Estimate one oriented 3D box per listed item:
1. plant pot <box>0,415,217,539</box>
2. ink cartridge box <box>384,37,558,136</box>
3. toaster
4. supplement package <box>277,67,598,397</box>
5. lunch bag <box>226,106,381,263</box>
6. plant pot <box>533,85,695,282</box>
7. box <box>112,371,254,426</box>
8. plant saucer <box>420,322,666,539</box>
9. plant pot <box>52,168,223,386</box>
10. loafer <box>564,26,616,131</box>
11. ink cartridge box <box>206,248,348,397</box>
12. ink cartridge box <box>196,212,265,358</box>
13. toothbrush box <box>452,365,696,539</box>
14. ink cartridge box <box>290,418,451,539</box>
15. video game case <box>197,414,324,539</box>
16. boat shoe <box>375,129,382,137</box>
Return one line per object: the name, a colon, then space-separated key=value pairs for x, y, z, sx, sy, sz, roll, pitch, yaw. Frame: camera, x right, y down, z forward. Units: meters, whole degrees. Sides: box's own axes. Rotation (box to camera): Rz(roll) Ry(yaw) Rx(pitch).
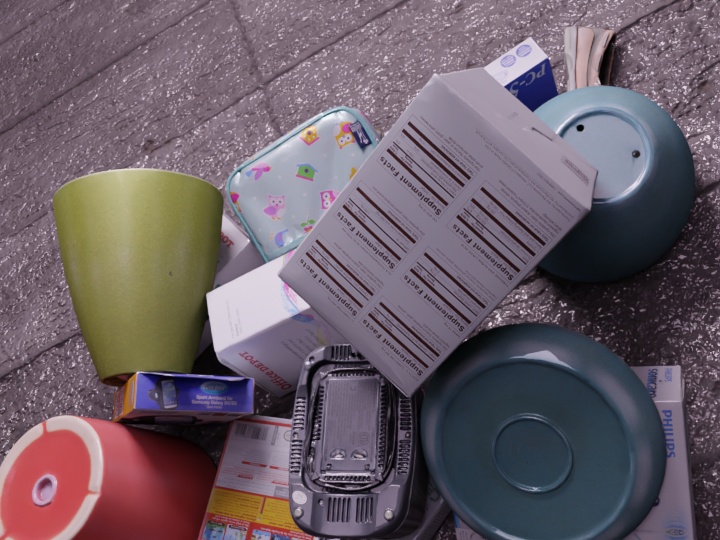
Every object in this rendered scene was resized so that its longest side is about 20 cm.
plant pot: x=-0.276 y=0.250 z=0.834 sx=0.199 sy=0.177 sz=0.202 roll=-11 pitch=60 yaw=20
ink cartridge box: x=0.134 y=-0.176 z=0.922 sx=0.199 sy=0.094 sz=0.044 roll=-33 pitch=54 yaw=6
toaster: x=0.004 y=0.155 z=0.719 sx=0.112 sy=0.129 sz=0.202 roll=-4 pitch=65 yaw=13
supplement package: x=0.073 y=-0.041 z=0.648 sx=0.147 sy=0.191 sz=0.200 roll=42 pitch=114 yaw=4
lunch bag: x=-0.046 y=-0.091 z=0.934 sx=0.199 sy=0.077 sz=0.161 roll=-29 pitch=92 yaw=10
plant pot: x=0.230 y=-0.095 z=0.766 sx=0.198 sy=0.135 sz=0.202 roll=-2 pitch=83 yaw=15
box: x=-0.189 y=0.138 z=0.825 sx=0.200 sy=0.118 sz=0.042 roll=151 pitch=123 yaw=-63
plant saucer: x=0.139 y=0.143 z=0.626 sx=0.198 sy=0.027 sz=0.202 roll=5 pitch=103 yaw=21
plant pot: x=-0.236 y=0.019 z=0.856 sx=0.185 sy=0.187 sz=0.202 roll=-13 pitch=73 yaw=19
loafer: x=0.266 y=-0.204 z=0.893 sx=0.062 sy=0.072 sz=0.202 roll=-3 pitch=59 yaw=16
ink cartridge box: x=-0.047 y=0.045 z=0.855 sx=0.199 sy=0.145 sz=0.085 roll=-27 pitch=55 yaw=10
ink cartridge box: x=-0.224 y=0.015 z=0.994 sx=0.200 sy=0.084 sz=0.146 roll=-48 pitch=55 yaw=-4
toothbrush box: x=0.179 y=0.166 z=0.676 sx=0.198 sy=0.085 sz=0.148 roll=-4 pitch=102 yaw=22
ink cartridge box: x=-0.024 y=0.240 z=0.803 sx=0.196 sy=0.043 sz=0.201 roll=35 pitch=85 yaw=35
video game case: x=-0.097 y=0.251 z=0.799 sx=0.142 sy=0.017 sz=0.202 roll=2 pitch=65 yaw=28
boat shoe: x=-0.056 y=-0.119 z=1.006 sx=0.199 sy=0.072 sz=0.065 roll=-25 pitch=91 yaw=6
